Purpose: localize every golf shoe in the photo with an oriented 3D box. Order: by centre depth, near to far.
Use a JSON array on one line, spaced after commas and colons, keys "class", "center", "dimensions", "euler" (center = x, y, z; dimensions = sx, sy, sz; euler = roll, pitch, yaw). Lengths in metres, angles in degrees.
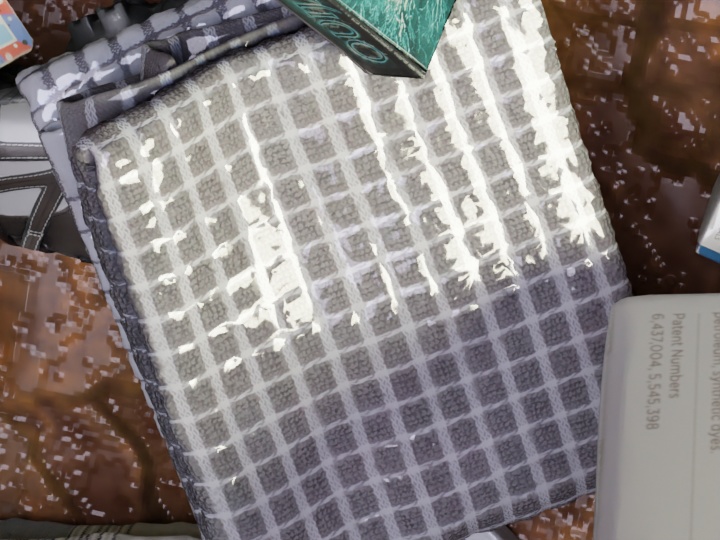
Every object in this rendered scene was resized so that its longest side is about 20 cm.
[{"class": "golf shoe", "center": [-0.110, -0.030, 1.015], "dimensions": [0.200, 0.078, 0.095], "euler": [-21, 99, 16]}]

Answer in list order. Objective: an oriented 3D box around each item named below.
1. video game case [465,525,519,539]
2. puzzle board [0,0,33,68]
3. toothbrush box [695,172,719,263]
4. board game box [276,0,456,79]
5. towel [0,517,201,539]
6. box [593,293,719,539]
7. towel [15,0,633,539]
[{"class": "video game case", "center": [-0.011, 0.167, 1.074], "dimensions": [0.143, 0.018, 0.200], "euler": [46, 107, -2]}, {"class": "puzzle board", "center": [-0.202, -0.094, 0.875], "dimensions": [0.017, 0.200, 0.151], "euler": [-33, 91, 44]}, {"class": "toothbrush box", "center": [0.228, -0.037, 0.947], "dimensions": [0.200, 0.085, 0.146], "euler": [25, 107, 3]}, {"class": "board game box", "center": [-0.024, -0.159, 0.839], "dimensions": [0.028, 0.200, 0.135], "euler": [9, 71, 44]}, {"class": "towel", "center": [-0.155, 0.126, 0.992], "dimensions": [0.192, 0.200, 0.035], "euler": [-2, 109, 17]}, {"class": "box", "center": [0.159, 0.137, 0.877], "dimensions": [0.171, 0.200, 0.199], "euler": [-1, 130, 10]}, {"class": "towel", "center": [0.000, 0.000, 0.962], "dimensions": [0.166, 0.086, 0.200], "euler": [-21, 113, -3]}]
